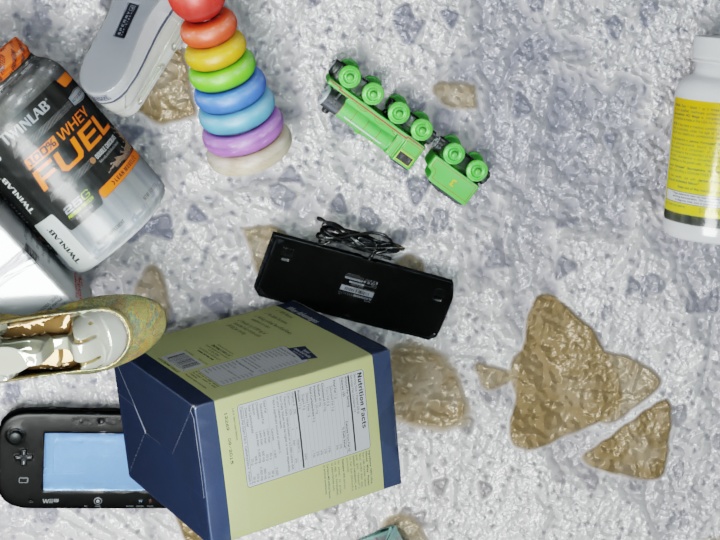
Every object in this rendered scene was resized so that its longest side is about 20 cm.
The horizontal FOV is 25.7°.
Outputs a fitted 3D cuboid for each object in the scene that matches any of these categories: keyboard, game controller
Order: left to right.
[{"bbox_3d":[-0.258,0.186,1.562,0.198,0.042,0.105,2,101,-11],"label":"game controller"},{"bbox_3d":[0.000,0.000,1.587,0.198,0.040,0.105,15,121,-15],"label":"keyboard"}]

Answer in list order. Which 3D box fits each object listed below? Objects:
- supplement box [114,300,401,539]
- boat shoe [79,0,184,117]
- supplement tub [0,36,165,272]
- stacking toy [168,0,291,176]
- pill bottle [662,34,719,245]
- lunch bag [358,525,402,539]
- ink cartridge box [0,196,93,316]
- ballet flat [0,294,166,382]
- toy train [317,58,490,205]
[{"bbox_3d":[-0.098,0.134,1.472,0.198,0.200,0.136,-14,109,-27],"label":"supplement box"},{"bbox_3d":[-0.190,-0.235,1.479,0.070,0.070,0.201,17,76,27],"label":"boat shoe"},{"bbox_3d":[-0.284,-0.107,1.455,0.122,0.123,0.200,-42,106,-1],"label":"supplement tub"},{"bbox_3d":[-0.127,-0.190,1.459,0.085,0.086,0.201,-20,124,-6],"label":"stacking toy"},{"bbox_3d":[0.367,-0.132,1.583,0.111,0.112,0.202,1,102,-11],"label":"pill bottle"},{"bbox_3d":[0.002,0.379,1.606,0.199,0.122,0.171,-33,101,-32],"label":"lunch bag"},{"bbox_3d":[-0.340,-0.014,1.450,0.084,0.146,0.200,-41,106,0],"label":"ink cartridge box"},{"bbox_3d":[-0.265,0.065,1.374,0.198,0.071,0.071,-6,103,-11],"label":"ballet flat"},{"bbox_3d":[0.041,-0.135,1.558,0.199,0.042,0.057,34,104,-16],"label":"toy train"}]
